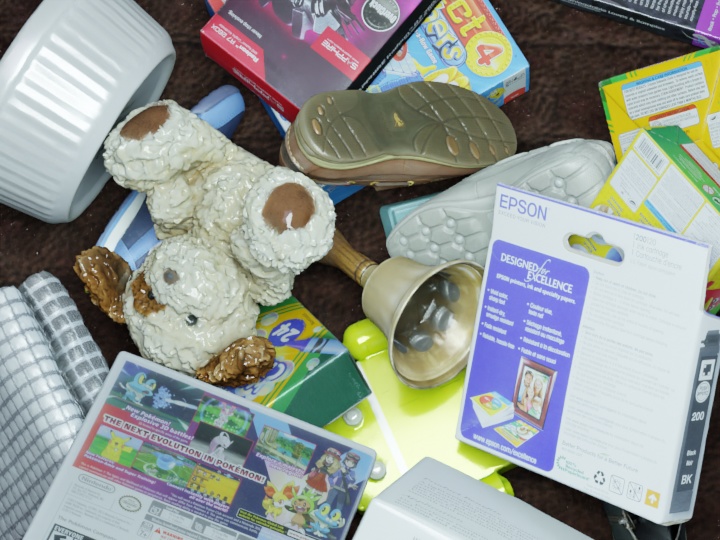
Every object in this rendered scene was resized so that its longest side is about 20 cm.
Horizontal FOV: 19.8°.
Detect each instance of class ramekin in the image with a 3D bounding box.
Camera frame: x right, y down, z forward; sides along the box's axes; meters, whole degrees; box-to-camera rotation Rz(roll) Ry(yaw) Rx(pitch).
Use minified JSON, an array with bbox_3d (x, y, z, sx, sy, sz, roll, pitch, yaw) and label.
[{"bbox_3d":[-0.223,-0.128,1.594,0.094,0.202,0.203,33,79,0],"label":"ramekin"}]

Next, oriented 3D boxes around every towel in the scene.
[{"bbox_3d":[-0.243,0.114,1.535,0.085,0.200,0.166,-23,77,-36],"label":"towel"}]

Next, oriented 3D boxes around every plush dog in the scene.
[{"bbox_3d":[-0.111,-0.005,1.532,0.199,0.160,0.173,30,86,24],"label":"plush dog"}]

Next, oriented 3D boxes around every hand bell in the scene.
[{"bbox_3d":[0.000,0.000,1.582,0.104,0.104,0.200,-49,48,-9],"label":"hand bell"}]

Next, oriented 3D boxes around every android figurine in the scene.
[{"bbox_3d":[0.045,0.117,1.586,0.198,0.041,0.183,-22,75,-4],"label":"android figurine"}]

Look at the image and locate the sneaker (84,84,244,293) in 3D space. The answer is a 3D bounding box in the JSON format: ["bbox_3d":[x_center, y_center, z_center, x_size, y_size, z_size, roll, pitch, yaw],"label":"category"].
[{"bbox_3d":[-0.138,-0.052,1.629,0.082,0.074,0.201,30,84,5],"label":"sneaker"}]

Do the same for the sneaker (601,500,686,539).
[{"bbox_3d":[0.202,0.124,1.538,0.074,0.106,0.202,-18,75,-1],"label":"sneaker"}]

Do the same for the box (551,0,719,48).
[{"bbox_3d":[0.228,-0.272,1.680,0.198,0.036,0.144,19,76,7],"label":"box"}]

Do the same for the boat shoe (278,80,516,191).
[{"bbox_3d":[0.027,-0.099,1.573,0.199,0.068,0.073,-3,68,-32],"label":"boat shoe"}]

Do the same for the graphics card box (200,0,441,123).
[{"bbox_3d":[-0.016,-0.215,1.615,0.125,0.051,0.200,39,80,13],"label":"graphics card box"}]

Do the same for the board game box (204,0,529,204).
[{"bbox_3d":[0.004,-0.186,1.660,0.195,0.056,0.201,-31,75,-4],"label":"board game box"}]

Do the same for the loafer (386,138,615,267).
[{"bbox_3d":[0.109,-0.047,1.569,0.199,0.070,0.070,-20,105,33],"label":"loafer"}]

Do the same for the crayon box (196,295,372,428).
[{"bbox_3d":[-0.106,0.107,1.550,0.199,0.052,0.126,-36,34,-10],"label":"crayon box"}]

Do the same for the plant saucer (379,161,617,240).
[{"bbox_3d":[0.118,-0.044,1.635,0.198,0.019,0.071,-14,75,-1],"label":"plant saucer"}]

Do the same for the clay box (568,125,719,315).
[{"bbox_3d":[0.201,0.008,1.492,0.047,0.201,0.115,-8,49,-42],"label":"clay box"}]

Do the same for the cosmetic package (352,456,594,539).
[{"bbox_3d":[0.065,0.250,1.446,0.164,0.200,0.166,27,99,11],"label":"cosmetic package"}]

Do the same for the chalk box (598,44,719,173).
[{"bbox_3d":[0.296,-0.108,1.554,0.124,0.199,0.125,-15,89,43],"label":"chalk box"}]

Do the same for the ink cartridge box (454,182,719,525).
[{"bbox_3d":[0.165,0.054,1.468,0.197,0.043,0.202,20,107,41],"label":"ink cartridge box"}]

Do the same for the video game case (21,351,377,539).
[{"bbox_3d":[-0.109,0.162,1.405,0.198,0.023,0.183,21,53,5],"label":"video game case"}]
